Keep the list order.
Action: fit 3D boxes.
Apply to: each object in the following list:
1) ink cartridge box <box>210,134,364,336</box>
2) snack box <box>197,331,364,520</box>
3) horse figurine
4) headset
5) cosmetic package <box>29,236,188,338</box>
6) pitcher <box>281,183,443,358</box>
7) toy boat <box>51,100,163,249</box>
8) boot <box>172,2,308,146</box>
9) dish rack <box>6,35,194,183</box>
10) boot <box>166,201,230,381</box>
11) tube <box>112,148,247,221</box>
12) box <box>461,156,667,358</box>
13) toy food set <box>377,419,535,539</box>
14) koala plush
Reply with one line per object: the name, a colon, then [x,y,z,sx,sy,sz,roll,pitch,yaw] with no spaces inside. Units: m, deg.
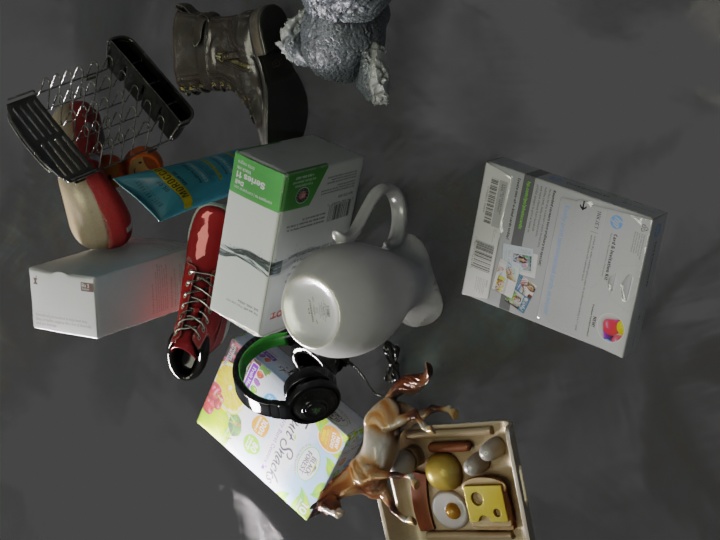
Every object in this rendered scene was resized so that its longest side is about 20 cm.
ink cartridge box: [-0.085,-0.042,1.740,0.083,0.146,0.201,25,115,30]
snack box: [-0.098,0.188,1.871,0.200,0.053,0.143,39,123,22]
horse figurine: [0.034,0.200,1.718,0.132,0.050,0.201,9,74,46]
headset: [-0.052,0.113,1.779,0.199,0.124,0.094,3,135,6]
cosmetic package: [-0.301,0.018,1.880,0.112,0.200,0.082,8,108,34]
pitcher: [0.000,0.000,1.656,0.121,0.200,0.173,-6,97,37]
toy boat: [-0.312,-0.123,1.907,0.131,0.130,0.201,89,168,-53]
boot: [-0.151,-0.224,1.800,0.174,0.069,0.201,0,99,42]
dish rack: [-0.322,-0.193,1.846,0.154,0.200,0.055,48,141,17]
boot: [-0.191,0.027,1.830,0.072,0.144,0.201,10,113,6]
tube: [-0.196,-0.101,1.771,0.077,0.200,0.051,37,122,21]
box: [0.211,-0.017,1.596,0.199,0.041,0.157,22,115,31]
toy food set: [0.103,0.252,1.735,0.199,0.060,0.144,-8,98,38]
koala plush: [-0.017,-0.287,1.622,0.177,0.184,0.201,30,130,27]
